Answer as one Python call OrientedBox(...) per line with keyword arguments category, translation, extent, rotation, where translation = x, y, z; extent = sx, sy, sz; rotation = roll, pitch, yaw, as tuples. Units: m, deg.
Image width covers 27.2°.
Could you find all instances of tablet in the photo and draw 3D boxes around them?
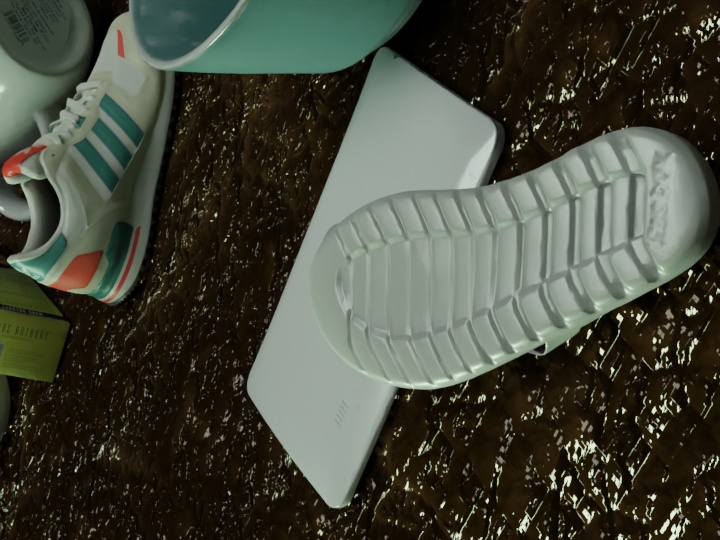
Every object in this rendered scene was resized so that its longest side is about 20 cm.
OrientedBox(category="tablet", translation=(0.000, 0.000, 0.732), extent=(0.130, 0.014, 0.201), rotation=(45, 116, 55))

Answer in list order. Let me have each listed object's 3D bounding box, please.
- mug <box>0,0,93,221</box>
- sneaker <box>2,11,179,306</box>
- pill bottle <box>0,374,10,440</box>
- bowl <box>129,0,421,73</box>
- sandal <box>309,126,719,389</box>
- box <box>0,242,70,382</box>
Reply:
OrientedBox(category="mug", translation=(-0.275, -0.134, 1.122), extent=(0.175, 0.147, 0.201), rotation=(-21, 91, 45))
OrientedBox(category="sneaker", translation=(-0.180, -0.082, 0.975), extent=(0.070, 0.093, 0.202), rotation=(-7, 73, 57))
OrientedBox(category="pill bottle", translation=(-0.359, 0.103, 1.176), extent=(0.199, 0.109, 0.111), rotation=(-5, 75, 57))
OrientedBox(category="bowl", translation=(-0.026, -0.181, 0.747), extent=(0.200, 0.104, 0.202), rotation=(-33, 48, 48))
OrientedBox(category="sandal", translation=(0.062, 0.001, 0.606), extent=(0.202, 0.050, 0.083), rotation=(-15, 80, 42))
OrientedBox(category="box", translation=(-0.286, 0.021, 1.125), extent=(0.200, 0.075, 0.050), rotation=(34, 108, 56))
